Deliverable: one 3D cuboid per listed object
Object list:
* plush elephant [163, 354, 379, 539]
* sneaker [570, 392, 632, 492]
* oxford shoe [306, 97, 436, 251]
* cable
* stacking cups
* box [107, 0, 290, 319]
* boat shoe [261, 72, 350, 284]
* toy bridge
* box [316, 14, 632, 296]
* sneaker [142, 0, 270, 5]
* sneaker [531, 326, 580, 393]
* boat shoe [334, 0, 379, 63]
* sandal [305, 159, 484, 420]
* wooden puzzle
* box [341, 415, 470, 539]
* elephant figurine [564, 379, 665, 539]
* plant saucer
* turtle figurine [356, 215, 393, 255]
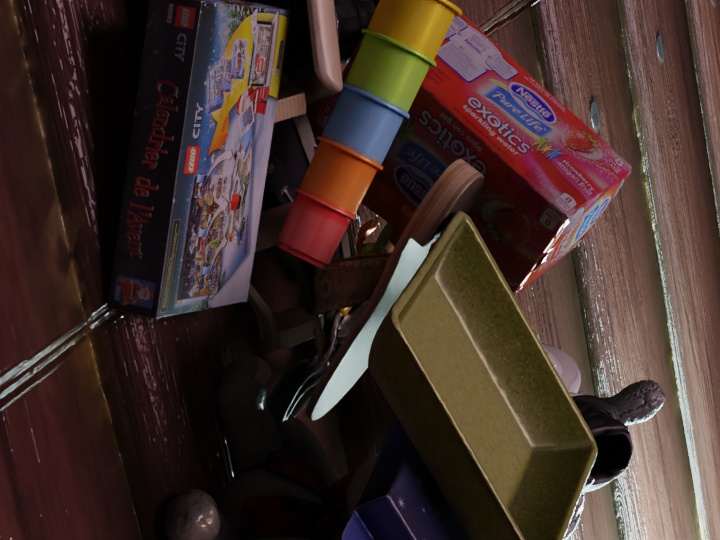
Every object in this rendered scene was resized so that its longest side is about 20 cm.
[{"bbox_3d":[-0.019,0.176,1.482,0.165,0.154,0.201,-65,143,-50],"label":"plush elephant"},{"bbox_3d":[0.175,0.140,1.679,0.200,0.087,0.076,-18,104,-62],"label":"sneaker"},{"bbox_3d":[0.028,-0.083,1.663,0.200,0.073,0.071,53,-23,8],"label":"oxford shoe"},{"bbox_3d":[-0.031,0.057,1.643,0.200,0.050,0.097,-45,168,-42],"label":"cable"},{"bbox_3d":[0.000,-0.100,1.496,0.201,0.060,0.060,-64,154,-2],"label":"stacking cups"},{"bbox_3d":[-0.103,-0.075,1.419,0.136,0.037,0.201,-9,109,-67],"label":"box"},{"bbox_3d":[-0.061,-0.059,1.586,0.063,0.073,0.201,-32,133,-16],"label":"boat shoe"},{"bbox_3d":[-0.067,-0.028,1.531,0.067,0.027,0.201,-19,123,-29],"label":"toy bridge"},{"bbox_3d":[0.081,-0.091,1.581,0.100,0.200,0.096,-35,163,-46],"label":"box"},{"bbox_3d":[-0.116,-0.203,1.460,0.077,0.076,0.200,-53,161,-2],"label":"sneaker"},{"bbox_3d":[0.118,0.073,1.725,0.200,0.076,0.081,2,123,-53],"label":"sneaker"},{"bbox_3d":[0.000,-0.201,1.679,0.199,0.066,0.075,-64,147,-76],"label":"boat shoe"},{"bbox_3d":[0.002,0.000,1.543,0.212,0.070,0.078,-56,165,15],"label":"sandal"},{"bbox_3d":[-0.054,-0.209,1.543,0.200,0.037,0.186,175,-91,-79],"label":"wooden puzzle"},{"bbox_3d":[0.051,0.163,1.427,0.121,0.032,0.200,58,27,-16],"label":"box"},{"bbox_3d":[0.139,0.154,1.813,0.141,0.199,0.156,40,49,-60],"label":"elephant figurine"},{"bbox_3d":[0.075,0.084,1.448,0.201,0.048,0.200,60,24,-11],"label":"plant saucer"},{"bbox_3d":[0.053,-0.033,1.734,0.064,0.161,0.201,39,43,-36],"label":"turtle figurine"}]
